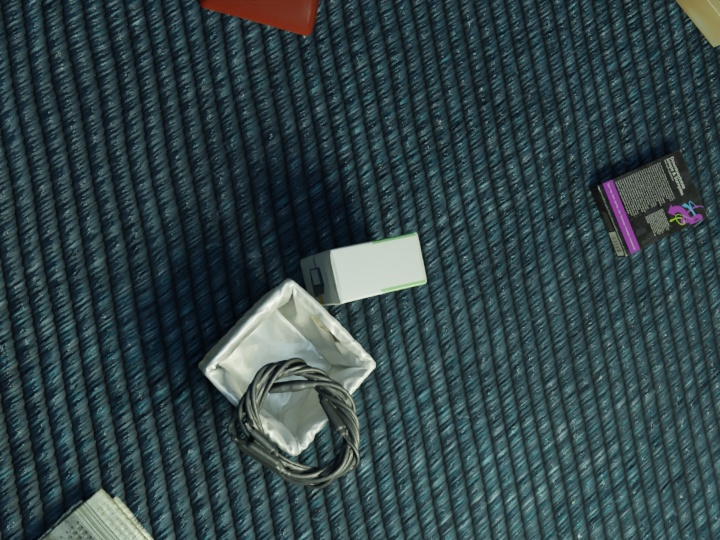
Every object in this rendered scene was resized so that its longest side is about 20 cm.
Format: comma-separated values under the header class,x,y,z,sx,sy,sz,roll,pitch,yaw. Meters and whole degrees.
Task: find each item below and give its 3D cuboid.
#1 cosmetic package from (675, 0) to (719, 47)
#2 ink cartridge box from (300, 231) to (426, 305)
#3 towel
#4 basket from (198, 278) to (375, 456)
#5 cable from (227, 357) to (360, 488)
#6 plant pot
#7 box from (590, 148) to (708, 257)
class,x,y,z,sx,sy,sz,roll,pitch,yaw
cosmetic package,0.677,-0.550,1.759,0.200,0.071,0.105,46,75,-8
ink cartridge box,0.000,0.000,1.450,0.145,0.200,0.088,-13,92,-18
towel,-0.407,0.461,1.383,0.193,0.035,0.200,-40,99,-13
basket,-0.123,0.151,1.420,0.198,0.161,0.200,45,75,-8
cable,-0.084,0.225,1.324,0.200,0.051,0.163,33,73,-7
plant pot,-0.139,-0.528,1.466,0.199,0.176,0.200,12,82,-15
box,0.545,-0.128,1.704,0.200,0.036,0.143,-23,93,-15
